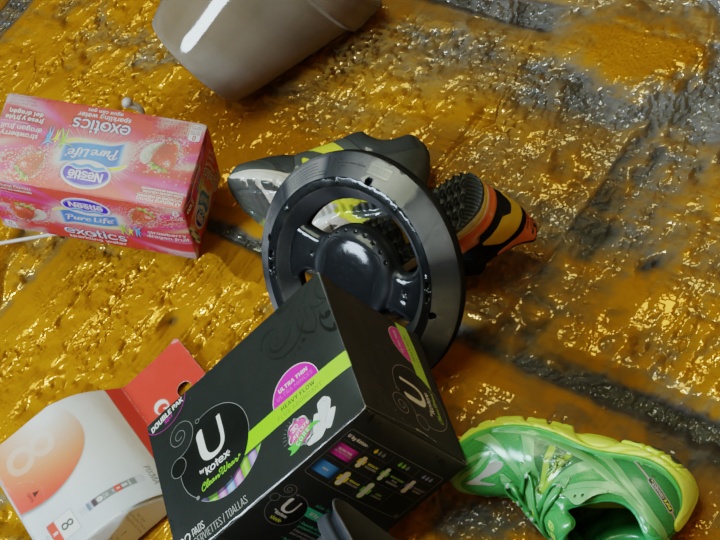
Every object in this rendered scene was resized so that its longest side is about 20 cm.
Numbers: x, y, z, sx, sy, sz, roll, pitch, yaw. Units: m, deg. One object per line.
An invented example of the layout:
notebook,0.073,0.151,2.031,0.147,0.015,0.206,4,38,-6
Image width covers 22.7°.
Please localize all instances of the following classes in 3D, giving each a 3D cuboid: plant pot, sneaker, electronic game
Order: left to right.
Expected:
plant pot,-0.108,-0.269,1.763,0.174,0.200,0.200,-45,43,11
sneaker,-0.024,-0.082,1.630,0.198,0.075,0.085,4,49,22
electronic game,0.000,0.000,1.472,0.199,0.202,0.042,6,18,34
sneaker,0.063,-0.012,1.516,0.200,0.090,0.070,-29,46,45
sneaker,0.145,0.161,1.312,0.199,0.074,0.084,5,52,33

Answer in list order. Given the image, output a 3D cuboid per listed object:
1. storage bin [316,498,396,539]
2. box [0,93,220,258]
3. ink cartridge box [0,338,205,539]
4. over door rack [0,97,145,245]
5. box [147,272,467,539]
storage bin,-0.009,0.283,1.264,0.134,0.145,0.200,-41,43,7
box,-0.240,-0.088,1.677,0.198,0.100,0.096,10,64,8
ink cartridge box,-0.210,0.154,1.545,0.200,0.050,0.162,-42,45,-3
over door rack,-0.315,-0.092,1.803,0.199,0.067,0.149,-18,46,17
box,-0.044,0.134,1.374,0.200,0.124,0.149,-42,41,19
